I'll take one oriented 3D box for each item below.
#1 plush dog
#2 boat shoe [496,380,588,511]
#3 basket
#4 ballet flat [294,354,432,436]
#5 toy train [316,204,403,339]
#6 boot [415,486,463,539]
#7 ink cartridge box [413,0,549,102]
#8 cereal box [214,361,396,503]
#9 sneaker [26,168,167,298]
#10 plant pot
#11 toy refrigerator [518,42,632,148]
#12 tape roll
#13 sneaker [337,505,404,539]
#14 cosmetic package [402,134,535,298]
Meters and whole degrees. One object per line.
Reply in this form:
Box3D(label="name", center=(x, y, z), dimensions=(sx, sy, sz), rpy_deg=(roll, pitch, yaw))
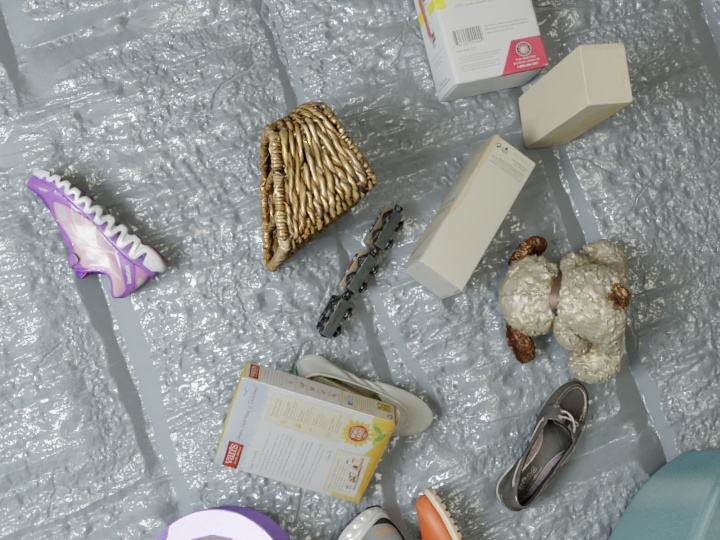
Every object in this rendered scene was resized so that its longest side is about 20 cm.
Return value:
Box3D(label="plush dog", center=(0.270, 0.042, 1.093), dimensions=(0.168, 0.160, 0.205), rpy_deg=(4, 80, 16))
Box3D(label="boat shoe", center=(0.257, 0.239, 1.099), dimensions=(0.066, 0.057, 0.201), rpy_deg=(37, 78, -5))
Box3D(label="basket", center=(-0.088, -0.105, 0.995), dimensions=(0.148, 0.200, 0.144), rpy_deg=(-37, 92, -12))
Box3D(label="ballet flat", center=(0.002, 0.173, 1.048), dimensions=(0.197, 0.069, 0.071), rpy_deg=(26, 79, -7))
Box3D(label="toy train", center=(0.000, 0.000, 1.081), dimensions=(0.034, 0.046, 0.202), rpy_deg=(33, 81, -17))
Box3D(label="boot", center=(0.089, 0.387, 1.043), dimensions=(0.105, 0.075, 0.204), rpy_deg=(-14, 88, -7))
Box3D(label="ink cartridge box", center=(0.160, -0.356, 1.133), dimensions=(0.142, 0.083, 0.204), rpy_deg=(-13, 86, -13))
Box3D(label="cereal box", center=(-0.070, 0.203, 1.008), dimensions=(0.196, 0.040, 0.146), rpy_deg=(19, 119, -8))
Box3D(label="sneaker", center=(-0.338, -0.040, 1.004), dimensions=(0.199, 0.080, 0.089), rpy_deg=(41, 85, -5))
Box3D(label="plant pot", center=(0.469, 0.351, 1.069), dimensions=(0.195, 0.196, 0.202), rpy_deg=(34, 68, -5))
Box3D(label="toy refrigerator", center=(0.283, -0.228, 1.084), dimensions=(0.068, 0.200, 0.078), rpy_deg=(-6, 84, -12))
Box3D(label="tape roll", center=(-0.166, 0.386, 0.961), dimensions=(0.195, 0.066, 0.205), rpy_deg=(-2, 78, 8))
Box3D(label="sneaker", center=(-0.022, 0.388, 1.005), dimensions=(0.200, 0.074, 0.079), rpy_deg=(-46, 55, -11))
Box3D(label="cosmetic package", center=(0.144, -0.070, 1.088), dimensions=(0.072, 0.104, 0.202), rpy_deg=(34, 77, -4))
